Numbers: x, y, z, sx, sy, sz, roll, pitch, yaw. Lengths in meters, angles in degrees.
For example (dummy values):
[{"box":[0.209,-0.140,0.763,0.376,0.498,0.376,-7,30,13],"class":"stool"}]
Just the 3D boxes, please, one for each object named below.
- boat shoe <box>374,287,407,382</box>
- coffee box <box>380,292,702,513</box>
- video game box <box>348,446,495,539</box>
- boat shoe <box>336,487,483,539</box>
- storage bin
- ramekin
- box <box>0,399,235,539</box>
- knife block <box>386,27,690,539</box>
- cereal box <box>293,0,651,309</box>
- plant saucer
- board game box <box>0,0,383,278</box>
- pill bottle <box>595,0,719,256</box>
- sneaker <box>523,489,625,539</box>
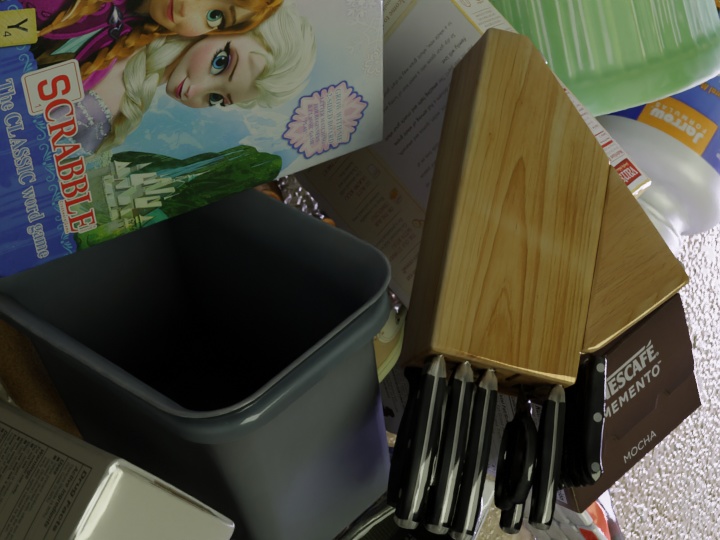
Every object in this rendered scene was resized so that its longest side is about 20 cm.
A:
[{"box":[0.003,0.000,0.894,0.201,0.073,0.063,-52,149,-39],"class":"boat shoe"},{"box":[0.084,0.052,0.922,0.113,0.200,0.080,-35,122,-30],"class":"coffee box"},{"box":[0.008,0.194,0.909,0.047,0.200,0.183,23,83,-4],"class":"video game box"},{"box":[-0.010,0.160,0.729,0.200,0.072,0.071,-49,174,-41],"class":"boat shoe"},{"box":[-0.069,0.043,0.755,0.145,0.200,0.135,-38,135,-28],"class":"storage bin"},{"box":[0.105,-0.150,0.895,0.200,0.200,0.098,-24,109,-35],"class":"ramekin"},{"box":[-0.159,0.114,0.724,0.078,0.200,0.095,37,77,-40],"class":"box"},{"box":[0.050,0.016,0.716,0.175,0.064,0.200,-32,88,-17],"class":"knife block"},{"box":[0.035,-0.071,0.822,0.200,0.144,0.040,50,34,7],"class":"cereal box"},{"box":[-0.107,0.007,0.854,0.200,0.035,0.201,-12,109,-38],"class":"plant saucer"},{"box":[-0.085,-0.108,0.674,0.199,0.041,0.200,-22,141,-17],"class":"board game box"},{"box":[0.214,-0.095,1.056,0.112,0.112,0.200,44,71,-39],"class":"pill bottle"},{"box":[0.150,0.136,1.090,0.082,0.077,0.200,-52,130,-26],"class":"sneaker"}]
